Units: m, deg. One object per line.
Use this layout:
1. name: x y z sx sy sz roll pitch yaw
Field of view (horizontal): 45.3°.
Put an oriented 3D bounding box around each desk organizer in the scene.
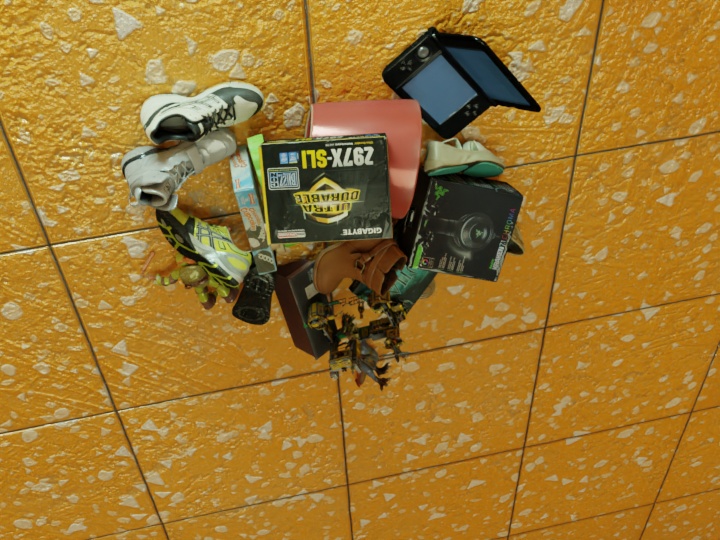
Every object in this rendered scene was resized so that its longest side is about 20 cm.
1. desk organizer: -0.112 0.072 1.729 0.072 0.077 0.201 -35 126 -29

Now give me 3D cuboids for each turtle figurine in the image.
1. turtle figurine: -0.295 0.006 1.618 0.199 0.065 0.161 -28 135 11

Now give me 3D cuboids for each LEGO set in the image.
1. LEGO set: -0.006 0.128 1.657 0.198 0.117 0.154 -9 136 9

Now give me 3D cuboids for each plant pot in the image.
1. plant pot: -0.004 -0.195 1.432 0.175 0.201 0.202 6 133 -8

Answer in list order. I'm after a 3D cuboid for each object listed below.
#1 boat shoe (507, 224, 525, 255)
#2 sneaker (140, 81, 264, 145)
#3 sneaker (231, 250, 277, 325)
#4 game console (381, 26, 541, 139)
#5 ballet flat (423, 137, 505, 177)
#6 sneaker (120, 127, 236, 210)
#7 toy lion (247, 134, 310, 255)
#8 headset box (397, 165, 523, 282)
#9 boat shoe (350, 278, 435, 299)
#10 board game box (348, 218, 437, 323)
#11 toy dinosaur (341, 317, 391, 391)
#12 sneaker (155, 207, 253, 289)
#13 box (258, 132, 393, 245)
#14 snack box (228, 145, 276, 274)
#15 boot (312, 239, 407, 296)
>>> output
1. boat shoe: 0.239 -0.077 1.699 0.199 0.063 0.073 18 127 -31
2. sneaker: -0.247 -0.240 1.373 0.198 0.088 0.076 -13 135 -6
3. sneaker: -0.192 0.032 1.653 0.075 0.091 0.200 21 140 -8
4. game console: 0.165 -0.294 1.422 0.175 0.117 0.200 -37 132 20
5. ballet flat: 0.187 -0.205 1.546 0.199 0.070 0.070 -4 139 -44
6. sneaker: -0.293 -0.163 1.414 0.198 0.115 0.075 -16 137 0
7. toy lion: -0.147 -0.132 1.467 0.068 0.193 0.200 -19 177 -2
8. headset box: 0.174 -0.088 1.599 0.198 0.093 0.176 10 109 -17
9. boat shoe: 0.068 0.034 1.757 0.198 0.063 0.074 10 130 -25
10. board game box: 0.087 -0.009 1.688 0.135 0.028 0.201 32 98 -30
11. toy dinosaur: -0.005 0.183 1.873 0.199 0.105 0.181 -32 115 33
12. sneaker: -0.279 -0.055 1.535 0.200 0.077 0.075 43 154 -9
13. box: -0.051 -0.126 1.342 0.198 0.049 0.161 -2 105 4
14. snack box: -0.188 -0.103 1.505 0.037 0.117 0.201 -13 136 -3
15. boot: 0.000 0.000 1.621 0.076 0.155 0.201 2 126 -52
